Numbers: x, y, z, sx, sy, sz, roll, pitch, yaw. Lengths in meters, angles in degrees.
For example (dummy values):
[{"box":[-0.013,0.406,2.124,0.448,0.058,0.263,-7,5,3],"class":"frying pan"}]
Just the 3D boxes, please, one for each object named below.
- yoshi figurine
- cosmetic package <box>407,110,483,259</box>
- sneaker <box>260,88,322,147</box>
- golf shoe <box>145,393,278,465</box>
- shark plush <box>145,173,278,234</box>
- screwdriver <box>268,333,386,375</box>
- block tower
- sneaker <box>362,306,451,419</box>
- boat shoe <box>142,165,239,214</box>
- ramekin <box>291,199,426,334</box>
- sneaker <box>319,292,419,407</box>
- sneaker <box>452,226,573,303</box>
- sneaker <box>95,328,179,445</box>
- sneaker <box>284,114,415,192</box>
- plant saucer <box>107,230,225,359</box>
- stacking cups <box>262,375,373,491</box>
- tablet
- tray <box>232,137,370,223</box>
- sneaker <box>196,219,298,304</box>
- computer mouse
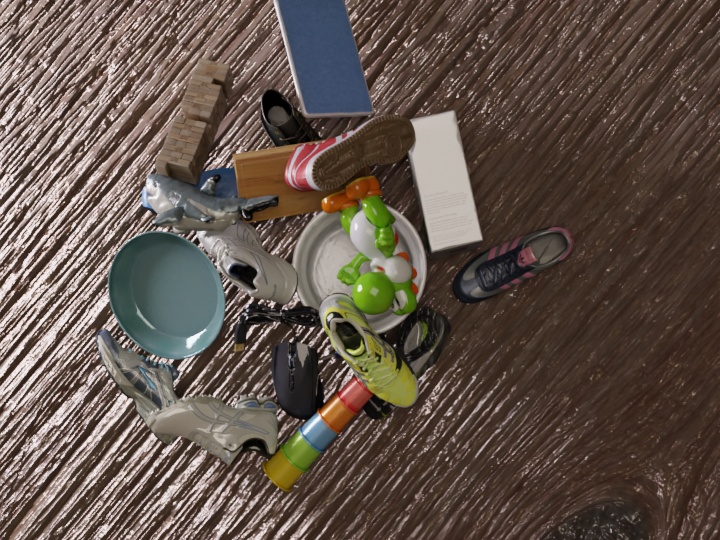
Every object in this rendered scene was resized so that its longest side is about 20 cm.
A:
[{"box":[0.011,-0.022,1.452,0.111,0.112,0.201,-24,89,3],"class":"yoshi figurine"},{"box":[0.124,-0.128,1.554,0.084,0.108,0.202,-13,83,2],"class":"cosmetic package"},{"box":[-0.089,-0.183,1.564,0.075,0.106,0.200,-41,85,-2],"class":"sneaker"},{"box":[-0.212,0.236,1.505,0.198,0.078,0.098,1,60,-21],"class":"golf shoe"},{"box":[-0.221,-0.102,1.488,0.198,0.091,0.084,-1,83,24],"class":"shark plush"},{"box":[-0.051,0.135,1.553,0.199,0.028,0.029,-23,74,18],"class":"screwdriver"},{"box":[-0.249,-0.224,1.566,0.057,0.054,0.201,13,65,10],"class":"block tower"},{"box":[0.074,0.145,1.549,0.074,0.081,0.201,45,108,27],"class":"sneaker"},{"box":[-0.233,-0.119,1.585,0.198,0.069,0.085,3,77,1],"class":"boat shoe"},{"box":[0.000,0.000,1.551,0.198,0.098,0.203,0,85,2],"class":"ramekin"},{"box":[0.008,0.125,1.462,0.075,0.076,0.200,-39,103,14],"class":"sneaker"},{"box":[0.230,-0.014,1.553,0.199,0.082,0.071,-29,85,-1],"class":"sneaker"},{"box":[-0.326,0.163,1.567,0.086,0.078,0.201,-38,92,-14],"class":"sneaker"},{"box":[-0.021,-0.169,1.483,0.199,0.112,0.072,-29,106,-31],"class":"sneaker"},{"box":[-0.287,0.034,1.557,0.198,0.036,0.202,5,107,17],"class":"plant saucer"},{"box":[-0.059,0.241,1.529,0.061,0.060,0.200,45,100,5],"class":"stacking cups"},{"box":[-0.056,-0.330,1.584,0.129,0.014,0.202,-7,78,-33],"class":"tablet"},{"box":[-0.084,-0.137,1.532,0.198,0.037,0.100,-10,114,-10],"class":"tray"},{"box":[-0.179,-0.022,1.514,0.199,0.087,0.075,35,109,33],"class":"sneaker"},{"box":[-0.124,0.142,1.524,0.139,0.046,0.202,8,119,10],"class":"computer mouse"}]
